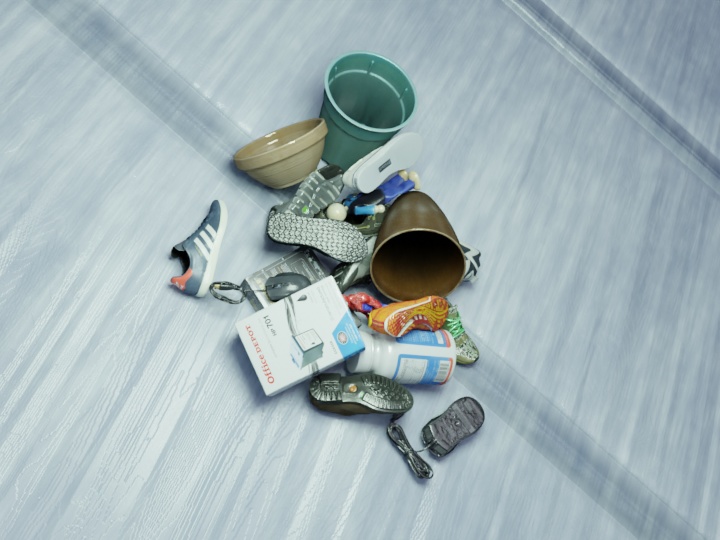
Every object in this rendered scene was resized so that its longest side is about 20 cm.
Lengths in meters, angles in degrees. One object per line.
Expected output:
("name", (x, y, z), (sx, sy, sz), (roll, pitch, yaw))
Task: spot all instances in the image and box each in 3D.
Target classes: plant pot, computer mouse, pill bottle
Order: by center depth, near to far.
("computer mouse", (-0.184, 0.031, 1.498), (0.198, 0.034, 0.059), (-3, 71, -22))
("pill bottle", (0.077, 0.164, 1.559), (0.198, 0.112, 0.113), (7, 65, -20))
("computer mouse", (0.142, 0.302, 1.569), (0.200, 0.046, 0.141), (-39, 81, -26))
("plant pot", (0.110, -0.067, 1.609), (0.186, 0.188, 0.201), (18, 37, -14))
("plant pot", (-0.149, -0.227, 1.613), (0.200, 0.200, 0.093), (-36, 114, -30))
("plant pot", (-0.004, -0.320, 1.682), (0.198, 0.196, 0.202), (8, 62, -15))

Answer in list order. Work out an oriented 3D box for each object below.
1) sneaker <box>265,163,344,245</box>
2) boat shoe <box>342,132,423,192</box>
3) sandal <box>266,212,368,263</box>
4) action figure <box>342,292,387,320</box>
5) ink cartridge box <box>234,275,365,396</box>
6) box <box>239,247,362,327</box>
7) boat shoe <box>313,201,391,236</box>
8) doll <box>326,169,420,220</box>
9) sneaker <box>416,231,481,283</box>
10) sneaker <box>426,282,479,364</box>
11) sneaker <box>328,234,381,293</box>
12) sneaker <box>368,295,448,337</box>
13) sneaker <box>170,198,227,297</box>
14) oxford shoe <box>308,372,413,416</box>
("sneaker", (-0.124, -0.140, 1.601), (0.200, 0.115, 0.075), (-48, 117, -16))
("boat shoe", (0.043, -0.222, 1.615), (0.200, 0.070, 0.071), (-40, 126, -28))
("sandal", (-0.081, -0.066, 1.528), (0.199, 0.048, 0.076), (16, 80, -4))
("action figure", (0.036, 0.079, 1.575), (0.199, 0.065, 0.052), (20, 72, -34))
("ink cartridge box", (-0.108, 0.120, 1.454), (0.199, 0.086, 0.147), (-26, 83, -4))
("box", (-0.115, 0.068, 1.558), (0.158, 0.048, 0.201), (-32, 83, -29))
("boat shoe", (-0.004, -0.113, 1.675), (0.200, 0.060, 0.073), (-7, 71, -25))
("doll", (0.019, -0.145, 1.605), (0.199, 0.136, 0.049), (-28, 117, -22))
("sneaker", (0.195, -0.046, 1.726), (0.129, 0.080, 0.199), (30, 17, -46))
("sneaker", (0.179, 0.106, 1.639), (0.077, 0.089, 0.200), (-37, 85, -31))
("sneaker", (0.000, 0.000, 1.595), (0.080, 0.074, 0.200), (55, 35, -9))
("sneaker", (0.097, 0.080, 1.532), (0.199, 0.077, 0.074), (-2, 103, -45))
("sneaker", (-0.310, -0.054, 1.515), (0.084, 0.075, 0.202), (18, 63, -19))
("oxford shoe", (0.001, 0.240, 1.508), (0.198, 0.085, 0.073), (9, 55, -2))
